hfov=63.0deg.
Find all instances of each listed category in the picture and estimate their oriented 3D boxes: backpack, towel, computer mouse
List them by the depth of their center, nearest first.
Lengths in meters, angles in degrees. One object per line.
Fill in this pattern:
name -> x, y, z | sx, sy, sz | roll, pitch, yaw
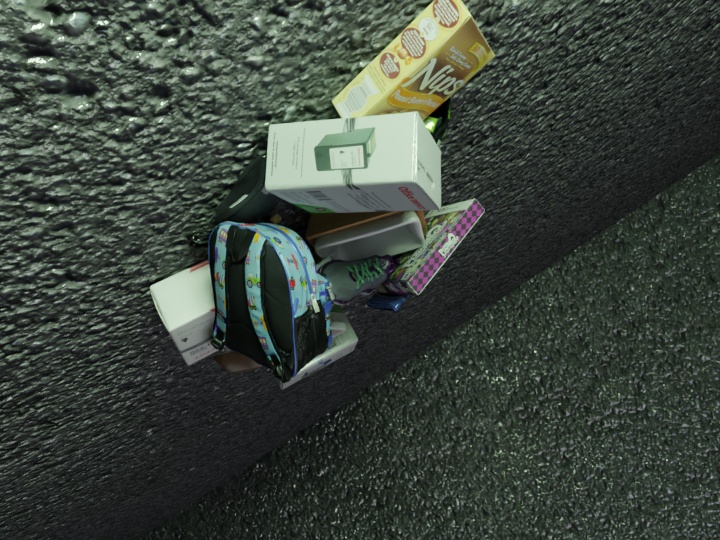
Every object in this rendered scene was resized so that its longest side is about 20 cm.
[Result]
backpack -> -0.128, 0.023, 0.829 | 0.133, 0.178, 0.207 | -29, 125, -45
computer mouse -> -0.146, -0.083, 0.851 | 0.199, 0.047, 0.139 | -41, 159, 24
towel -> 0.097, -0.002, 1.153 | 0.201, 0.024, 0.144 | -51, -166, -13

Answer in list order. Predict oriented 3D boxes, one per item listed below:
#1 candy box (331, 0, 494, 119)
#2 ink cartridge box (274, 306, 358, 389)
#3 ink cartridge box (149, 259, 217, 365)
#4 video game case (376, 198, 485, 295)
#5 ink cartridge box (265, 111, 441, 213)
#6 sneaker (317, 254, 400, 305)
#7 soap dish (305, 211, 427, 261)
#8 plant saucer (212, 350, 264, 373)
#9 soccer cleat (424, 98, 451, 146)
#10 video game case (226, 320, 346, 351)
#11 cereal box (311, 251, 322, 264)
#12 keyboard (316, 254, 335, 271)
candy box -> 0.070, -0.250, 0.764 | 0.198, 0.056, 0.114 | -38, 159, 20
ink cartridge box -> -0.125, 0.152, 1.333 | 0.196, 0.148, 0.088 | -26, 164, -20
ink cartridge box -> -0.259, 0.069, 0.997 | 0.142, 0.086, 0.201 | -26, 163, -17
video game case -> 0.120, -0.041, 1.090 | 0.201, 0.036, 0.181 | -50, -167, -13
ink cartridge box -> -0.002, -0.129, 0.751 | 0.193, 0.087, 0.145 | 1, 173, 20
sneaker -> 0.000, 0.000, 0.978 | 0.086, 0.076, 0.199 | -31, 174, 22
soap dish -> 0.013, -0.076, 1.010 | 0.193, 0.084, 0.158 | -16, 163, 7
plant saucer -> -0.149, 0.141, 0.986 | 0.193, 0.038, 0.201 | -12, 172, -2
soccer cleat -> 0.083, -0.178, 0.854 | 0.082, 0.066, 0.203 | 108, 6, -56
video game case -> -0.135, 0.125, 1.105 | 0.141, 0.019, 0.198 | -29, 156, 27
cereal box -> -0.083, 0.014, 1.219 | 0.141, 0.040, 0.201 | -30, 161, -11
keyboard -> -0.124, 0.038, 1.004 | 0.197, 0.011, 0.056 | -34, 168, 0
